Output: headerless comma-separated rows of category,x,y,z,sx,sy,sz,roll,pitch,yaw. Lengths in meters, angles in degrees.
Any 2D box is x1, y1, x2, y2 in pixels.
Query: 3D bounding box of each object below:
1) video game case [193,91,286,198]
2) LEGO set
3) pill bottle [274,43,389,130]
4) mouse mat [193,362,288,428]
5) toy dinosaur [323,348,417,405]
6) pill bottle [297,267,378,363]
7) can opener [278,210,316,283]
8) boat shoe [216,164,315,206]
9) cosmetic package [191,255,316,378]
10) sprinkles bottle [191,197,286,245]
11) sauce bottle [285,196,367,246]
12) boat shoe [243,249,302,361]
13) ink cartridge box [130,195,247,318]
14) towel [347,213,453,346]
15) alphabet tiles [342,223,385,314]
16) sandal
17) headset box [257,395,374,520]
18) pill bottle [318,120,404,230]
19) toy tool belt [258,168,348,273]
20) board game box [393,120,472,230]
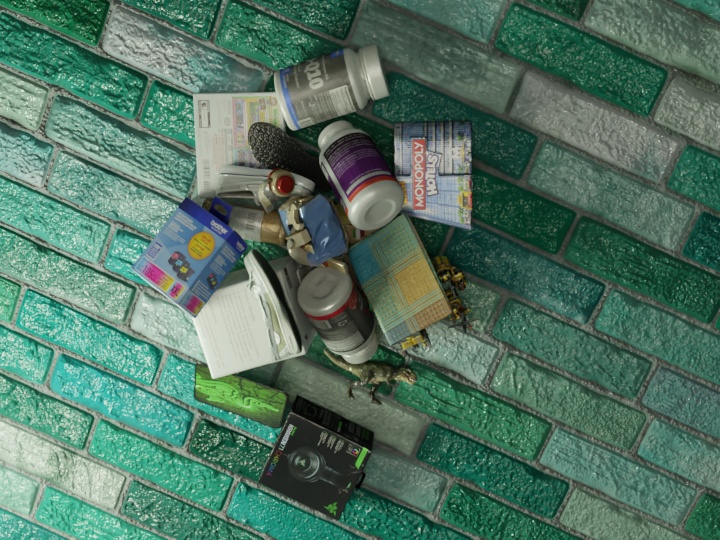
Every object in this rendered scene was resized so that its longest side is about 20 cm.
video game case,-0.233,-0.244,1.575,0.178,0.022,0.204,0,101,5
LEGO set,0.121,0.078,1.538,0.196,0.117,0.155,-19,131,2
pill bottle,-0.051,-0.342,1.490,0.196,0.114,0.116,-16,100,8
mouse mat,-0.245,0.257,1.638,0.197,0.008,0.162,20,142,2
toy dinosaur,0.014,0.222,1.638,0.196,0.047,0.090,12,88,3
pill bottle,-0.035,0.091,1.544,0.109,0.112,0.201,-20,136,9
can opener,-0.114,-0.029,1.561,0.053,0.067,0.203,-23,105,-24
boat shoe,-0.181,-0.152,1.528,0.196,0.074,0.067,8,78,21
cosmetic package,-0.203,0.085,1.567,0.196,0.165,0.168,-15,101,9
sprinkles bottle,-0.237,-0.096,1.582,0.196,0.068,0.070,9,103,3
sauce bottle,-0.051,-0.099,1.566,0.198,0.065,0.065,28,103,-1
boat shoe,-0.166,0.063,1.438,0.064,0.075,0.205,-21,105,5
ink cartridge box,-0.303,-0.038,1.483,0.135,0.077,0.201,31,78,25
towel,0.071,0.018,1.488,0.145,0.022,0.203,-29,81,22
alphabet tiles,0.000,0.000,1.570,0.164,0.008,0.203,4,124,10
sandal,-0.135,-0.214,1.546,0.199,0.048,0.076,31,94,-25
headset box,-0.083,0.387,1.655,0.197,0.093,0.176,26,103,-2
pill bottle,-0.006,-0.180,1.484,0.112,0.112,0.202,-35,59,12
toy tool belt,-0.088,-0.088,1.446,0.124,0.122,0.202,-37,120,-16
board game box,0.114,-0.179,1.536,0.196,0.062,0.204,-1,102,5
